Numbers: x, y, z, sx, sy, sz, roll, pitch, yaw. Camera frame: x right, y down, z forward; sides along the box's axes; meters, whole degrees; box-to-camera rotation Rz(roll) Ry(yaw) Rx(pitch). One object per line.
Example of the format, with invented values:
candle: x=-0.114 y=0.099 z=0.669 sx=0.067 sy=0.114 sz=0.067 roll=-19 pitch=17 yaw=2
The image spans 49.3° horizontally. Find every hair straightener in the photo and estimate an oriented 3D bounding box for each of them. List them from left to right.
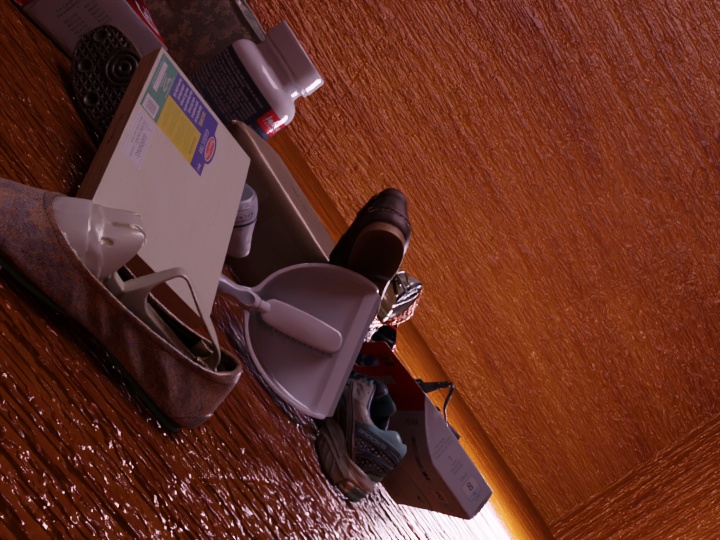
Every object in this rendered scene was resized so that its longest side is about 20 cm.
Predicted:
hair straightener: x=0.060 y=0.161 z=0.905 sx=0.077 sy=0.041 sz=0.200 roll=53 pitch=-32 yaw=-1

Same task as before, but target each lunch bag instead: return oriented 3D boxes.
lunch bag: x=-0.247 y=-0.372 z=1.228 sx=0.202 sy=0.162 sz=0.118 roll=55 pitch=10 yaw=-22

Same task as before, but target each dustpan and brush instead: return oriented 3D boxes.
dustpan and brush: x=-0.081 y=0.039 z=0.722 sx=0.197 sy=0.142 sz=0.057 roll=27 pitch=-10 yaw=-14

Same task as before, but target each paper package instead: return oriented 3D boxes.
paper package: x=-0.108 y=-0.053 z=0.946 sx=0.202 sy=0.103 sz=0.191 roll=57 pitch=5 yaw=7

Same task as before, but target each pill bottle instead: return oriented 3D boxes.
pill bottle: x=-0.149 y=-0.214 z=0.981 sx=0.121 sy=0.198 sz=0.120 roll=55 pitch=5 yaw=-8

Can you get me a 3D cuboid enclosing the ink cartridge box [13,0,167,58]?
ink cartridge box: x=-0.300 y=-0.314 z=0.791 sx=0.202 sy=0.083 sz=0.176 roll=61 pitch=6 yaw=31

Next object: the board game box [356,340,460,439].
board game box: x=0.046 y=0.177 z=1.117 sx=0.200 sy=0.062 sz=0.200 roll=47 pitch=-2 yaw=-22

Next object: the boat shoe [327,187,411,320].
boat shoe: x=0.000 y=0.000 z=0.815 sx=0.069 sy=0.201 sz=0.071 roll=22 pitch=46 yaw=-14

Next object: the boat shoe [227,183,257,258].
boat shoe: x=-0.166 y=-0.079 z=0.793 sx=0.200 sy=0.072 sz=0.068 roll=46 pitch=-42 yaw=46

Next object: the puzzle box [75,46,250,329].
puzzle box: x=-0.150 y=-0.069 z=0.628 sx=0.134 sy=0.025 sz=0.203 roll=52 pitch=30 yaw=-37

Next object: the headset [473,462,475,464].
headset: x=0.107 y=0.245 z=1.235 sx=0.124 sy=0.093 sz=0.202 roll=50 pitch=16 yaw=-52

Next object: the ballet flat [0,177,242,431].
ballet flat: x=-0.138 y=0.008 z=0.453 sx=0.201 sy=0.067 sz=0.068 roll=54 pitch=5 yaw=-31

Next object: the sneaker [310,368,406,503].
sneaker: x=-0.006 y=0.140 z=0.811 sx=0.078 sy=0.086 sz=0.201 roll=52 pitch=7 yaw=-41

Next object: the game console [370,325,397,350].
game console: x=-0.030 y=0.046 z=1.162 sx=0.198 sy=0.031 sz=0.177 roll=34 pitch=10 yaw=-1

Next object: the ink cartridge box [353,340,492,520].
ink cartridge box: x=0.035 y=0.173 z=0.853 sx=0.201 sy=0.047 sz=0.159 roll=54 pitch=-26 yaw=-10

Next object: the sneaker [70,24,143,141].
sneaker: x=-0.207 y=-0.127 z=0.721 sx=0.076 sy=0.069 sz=0.203 roll=87 pitch=-21 yaw=-73

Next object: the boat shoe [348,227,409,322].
boat shoe: x=0.024 y=-0.012 z=0.998 sx=0.074 sy=0.062 sz=0.201 roll=56 pitch=13 yaw=-31

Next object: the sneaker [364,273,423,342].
sneaker: x=-0.011 y=0.046 z=1.050 sx=0.092 sy=0.198 sz=0.077 roll=37 pitch=-48 yaw=33
